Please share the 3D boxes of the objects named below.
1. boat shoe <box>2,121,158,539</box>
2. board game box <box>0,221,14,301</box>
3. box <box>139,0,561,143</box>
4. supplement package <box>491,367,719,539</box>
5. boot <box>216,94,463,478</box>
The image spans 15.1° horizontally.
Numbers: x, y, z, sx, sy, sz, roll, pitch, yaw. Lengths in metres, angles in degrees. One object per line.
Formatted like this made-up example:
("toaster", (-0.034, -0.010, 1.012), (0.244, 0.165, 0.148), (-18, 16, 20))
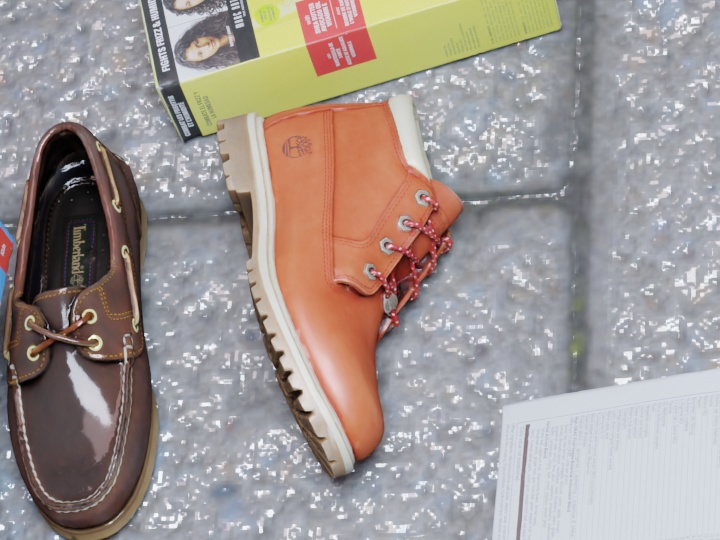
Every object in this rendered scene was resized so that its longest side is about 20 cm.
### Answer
("boat shoe", (-0.136, 0.025, 1.274), (0.070, 0.070, 0.200), (-10, 59, 6))
("board game box", (-0.268, 0.064, 1.237), (0.200, 0.056, 0.196), (-17, 42, 20))
("box", (-0.006, -0.131, 1.348), (0.199, 0.050, 0.075), (-15, 57, 4))
("supplement package", (0.165, 0.110, 1.093), (0.200, 0.110, 0.114), (-11, 56, 30))
("boot", (0.000, 0.000, 1.257), (0.107, 0.075, 0.200), (-12, 56, 0))
